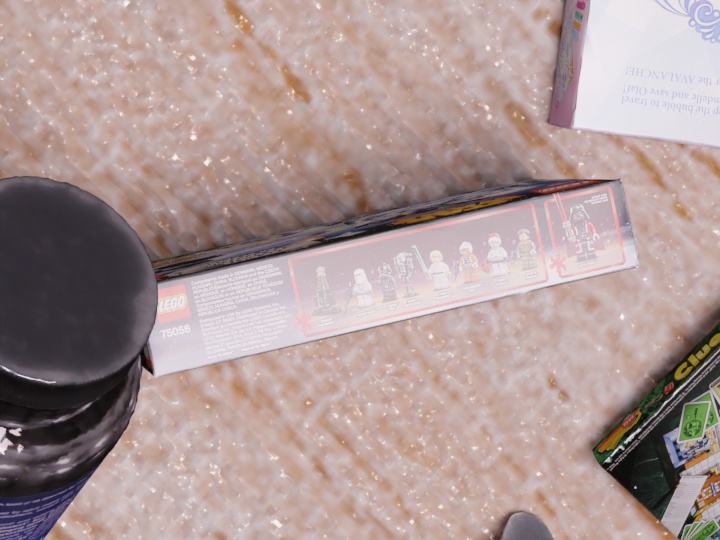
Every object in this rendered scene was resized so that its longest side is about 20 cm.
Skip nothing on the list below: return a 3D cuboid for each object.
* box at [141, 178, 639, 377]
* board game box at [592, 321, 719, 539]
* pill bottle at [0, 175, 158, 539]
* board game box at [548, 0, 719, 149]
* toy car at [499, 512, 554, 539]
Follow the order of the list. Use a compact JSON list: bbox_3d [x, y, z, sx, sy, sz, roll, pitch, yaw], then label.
[{"bbox_3d":[0.000,0.000,0.997,0.199,0.137,0.040,-13,94,-10],"label":"box"},{"bbox_3d":[0.209,0.046,1.080,0.200,0.023,0.105,-45,106,5],"label":"board game box"},{"bbox_3d":[-0.150,0.050,0.929,0.112,0.200,0.112,13,57,-20],"label":"pill bottle"},{"bbox_3d":[0.196,-0.149,1.073,0.199,0.043,0.200,7,93,-12],"label":"board game box"},{"bbox_3d":[0.031,0.195,1.043,0.200,0.158,0.165,-35,105,-36],"label":"toy car"}]
